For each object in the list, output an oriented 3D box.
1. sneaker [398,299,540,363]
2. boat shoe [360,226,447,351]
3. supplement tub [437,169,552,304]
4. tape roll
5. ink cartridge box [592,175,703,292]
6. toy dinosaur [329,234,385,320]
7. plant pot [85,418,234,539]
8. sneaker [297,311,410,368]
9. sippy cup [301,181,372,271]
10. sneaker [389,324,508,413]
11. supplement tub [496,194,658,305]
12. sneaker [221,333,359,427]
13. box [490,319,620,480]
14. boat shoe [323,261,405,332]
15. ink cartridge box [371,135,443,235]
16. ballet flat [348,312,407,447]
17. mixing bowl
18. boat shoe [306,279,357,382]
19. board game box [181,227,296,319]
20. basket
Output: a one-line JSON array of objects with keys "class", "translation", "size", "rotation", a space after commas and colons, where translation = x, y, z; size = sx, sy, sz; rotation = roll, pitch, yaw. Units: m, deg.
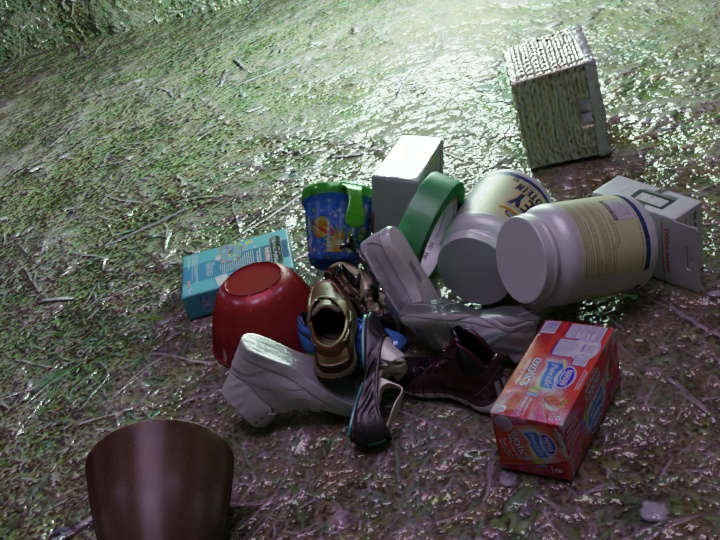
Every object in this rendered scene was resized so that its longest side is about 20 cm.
[{"class": "sneaker", "translation": [0.150, 0.089, 1.491], "size": [0.198, 0.081, 0.070], "rotation": [7, 17, 7]}, {"class": "boat shoe", "translation": [0.063, 0.035, 1.562], "size": [0.068, 0.201, 0.072], "rotation": [-22, 18, 29]}, {"class": "supplement tub", "translation": [0.213, -0.053, 1.670], "size": [0.144, 0.146, 0.200], "rotation": [3, 35, 28]}, {"class": "tape roll", "translation": [0.102, -0.054, 1.664], "size": [0.048, 0.202, 0.201], "rotation": [24, 44, 15]}, {"class": "ink cartridge box", "translation": [0.451, -0.057, 1.597], "size": [0.068, 0.117, 0.199], "rotation": [-30, 35, -25]}, {"class": "toy dinosaur", "translation": [0.000, 0.000, 1.625], "size": [0.047, 0.088, 0.201], "rotation": [-36, 33, 26]}, {"class": "plant pot", "translation": [-0.237, 0.316, 1.266], "size": [0.185, 0.188, 0.201], "rotation": [-14, 45, 1]}, {"class": "sneaker", "translation": [-0.018, 0.095, 1.573], "size": [0.199, 0.079, 0.066], "rotation": [1, 27, 40]}, {"class": "sippy cup", "translation": [-0.037, -0.069, 1.803], "size": [0.138, 0.178, 0.132], "rotation": [-3, 73, 18]}, {"class": "sneaker", "translation": [0.118, 0.119, 1.458], "size": [0.199, 0.116, 0.076], "rotation": [9, 38, 35]}, {"class": "supplement tub", "translation": [0.312, -0.029, 1.525], "size": [0.198, 0.146, 0.145], "rotation": [-9, 26, -26]}, {"class": "sneaker", "translation": [-0.098, 0.181, 1.502], "size": [0.199, 0.116, 0.074], "rotation": [26, 23, 0]}, {"class": "box", "translation": [0.253, 0.161, 1.349], "size": [0.099, 0.096, 0.200], "rotation": [5, 36, 32]}, {"class": "boat shoe", "translation": [-0.013, 0.048, 1.676], "size": [0.074, 0.075, 0.202], "rotation": [-30, 34, -20]}, {"class": "ink cartridge box", "translation": [0.083, -0.131, 1.828], "size": [0.083, 0.146, 0.200], "rotation": [7, 29, 15]}, {"class": "ballet flat", "translation": [0.029, 0.152, 1.461], "size": [0.068, 0.068, 0.202], "rotation": [0, 61, 12]}, {"class": "mixing bowl", "translation": [-0.159, 0.057, 1.695], "size": [0.198, 0.109, 0.201], "rotation": [-12, 31, 7]}, {"class": "boat shoe", "translation": [-0.041, 0.071, 1.507], "size": [0.075, 0.074, 0.201], "rotation": [-12, 36, -2]}, {"class": "board game box", "translation": [-0.214, 0.004, 1.865], "size": [0.198, 0.047, 0.151], "rotation": [-15, 30, 0]}, {"class": "basket", "translation": [0.369, -0.328, 1.999], "size": [0.159, 0.200, 0.201], "rotation": [-12, 31, 9]}]
